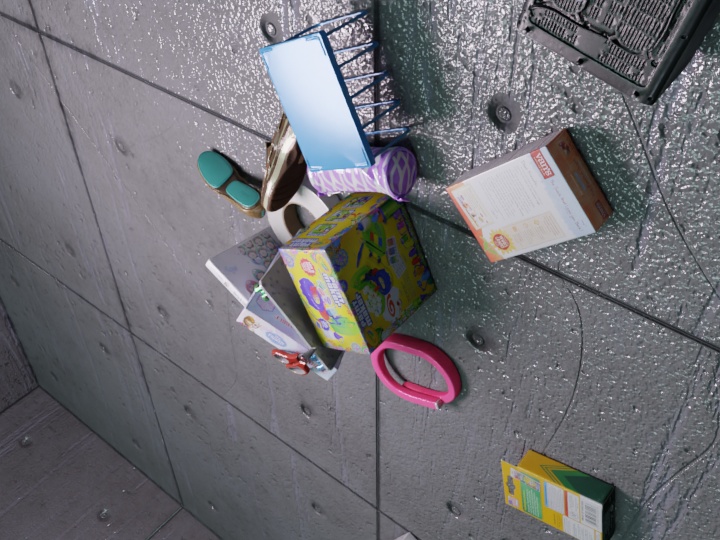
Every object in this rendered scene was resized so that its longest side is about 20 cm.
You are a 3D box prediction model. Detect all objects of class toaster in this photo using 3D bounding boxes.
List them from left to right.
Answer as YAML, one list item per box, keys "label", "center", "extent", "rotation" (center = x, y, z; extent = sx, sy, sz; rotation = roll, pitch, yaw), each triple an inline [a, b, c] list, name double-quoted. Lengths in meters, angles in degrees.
- label: "toaster"
  center: [0.278, -0.303, 0.804]
  extent: [0.181, 0.119, 0.200]
  rotation: [36, 143, 18]

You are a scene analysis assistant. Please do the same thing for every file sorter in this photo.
- label: "file sorter"
  center: [-0.030, -0.267, 1.177]
  extent: [0.138, 0.123, 0.201]
  rotation: [4, 124, 47]

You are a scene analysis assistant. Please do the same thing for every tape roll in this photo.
- label: "tape roll"
  center: [-0.098, -0.091, 1.490]
  extent: [0.202, 0.037, 0.203]
  rotation: [29, 140, 27]

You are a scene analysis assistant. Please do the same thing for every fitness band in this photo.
- label: "fitness band"
  center: [0.104, 0.194, 1.527]
  extent: [0.199, 0.037, 0.144]
  rotation: [11, 129, 41]

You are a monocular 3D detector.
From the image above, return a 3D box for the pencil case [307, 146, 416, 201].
- label: "pencil case"
  center: [-0.002, -0.158, 1.276]
  extent: [0.199, 0.084, 0.086]
  rotation: [8, 94, 46]

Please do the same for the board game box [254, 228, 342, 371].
- label: "board game box"
  center: [-0.087, 0.051, 1.408]
  extent: [0.026, 0.200, 0.200]
  rotation: [-28, 108, 32]

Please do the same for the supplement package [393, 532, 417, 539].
- label: "supplement package"
  center: [0.092, 0.762, 1.991]
  extent: [0.117, 0.117, 0.200]
  rotation: [44, 145, 7]

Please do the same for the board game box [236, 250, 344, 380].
- label: "board game box"
  center: [-0.106, 0.077, 1.468]
  extent: [0.200, 0.200, 0.041]
  rotation: [35, 126, -7]

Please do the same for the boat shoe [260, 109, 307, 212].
- label: "boat shoe"
  center: [-0.134, -0.201, 1.378]
  extent: [0.075, 0.075, 0.203]
  rotation: [42, 120, 24]

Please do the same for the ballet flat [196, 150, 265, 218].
- label: "ballet flat"
  center: [-0.254, -0.164, 1.574]
  extent: [0.200, 0.068, 0.072]
  rotation: [37, 164, 29]

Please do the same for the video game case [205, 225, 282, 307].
- label: "video game case"
  center: [-0.174, 0.012, 1.530]
  extent: [0.182, 0.200, 0.024]
  rotation: [46, 128, 7]

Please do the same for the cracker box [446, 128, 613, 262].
- label: "cracker box"
  center: [0.231, -0.098, 1.099]
  extent: [0.200, 0.058, 0.134]
  rotation: [-18, 108, 54]

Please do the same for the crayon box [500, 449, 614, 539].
- label: "crayon box"
  center: [0.357, 0.408, 1.428]
  extent: [0.199, 0.052, 0.126]
  rotation: [18, 134, 37]

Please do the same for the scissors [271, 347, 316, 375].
- label: "scissors"
  center: [-0.094, 0.154, 1.353]
  extent: [0.073, 0.014, 0.200]
  rotation: [41, 155, -17]

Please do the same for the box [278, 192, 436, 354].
- label: "box"
  center: [0.000, 0.000, 1.327]
  extent: [0.122, 0.192, 0.201]
  rotation: [3, 124, 46]
